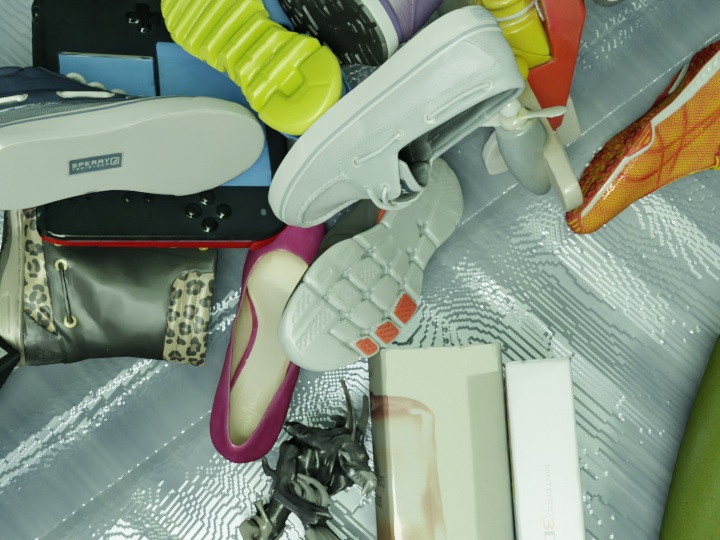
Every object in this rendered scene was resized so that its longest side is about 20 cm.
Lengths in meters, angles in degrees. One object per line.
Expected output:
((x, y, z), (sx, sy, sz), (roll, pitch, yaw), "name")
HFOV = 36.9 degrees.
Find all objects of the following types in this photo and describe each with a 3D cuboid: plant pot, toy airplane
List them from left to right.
((0.099, -0.141, 0.752), (0.139, 0.200, 0.203), (-10, 95, -10), "toy airplane")
((0.290, 0.165, 0.748), (0.185, 0.187, 0.202), (29, 95, -1), "plant pot")

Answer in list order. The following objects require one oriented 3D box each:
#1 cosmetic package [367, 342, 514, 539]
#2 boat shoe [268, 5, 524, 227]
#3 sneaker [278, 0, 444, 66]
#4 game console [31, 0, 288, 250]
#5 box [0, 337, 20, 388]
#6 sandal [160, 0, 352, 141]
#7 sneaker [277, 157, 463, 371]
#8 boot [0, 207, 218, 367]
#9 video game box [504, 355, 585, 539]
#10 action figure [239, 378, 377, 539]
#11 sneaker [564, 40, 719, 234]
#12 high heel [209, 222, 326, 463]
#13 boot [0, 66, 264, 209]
((0.054, 0.156, 0.749), (0.086, 0.103, 0.204), (-2, 81, -4), "cosmetic package")
((0.022, -0.078, 0.684), (0.199, 0.072, 0.069), (-37, 71, 24), "boat shoe")
((0.001, -0.194, 0.760), (0.087, 0.200, 0.076), (-39, 119, -12), "sneaker")
((-0.140, -0.108, 0.761), (0.174, 0.031, 0.203), (2, 63, -23), "game console")
((-0.346, 0.055, 0.707), (0.199, 0.079, 0.142), (38, 114, 1), "box")
((-0.070, -0.154, 0.759), (0.079, 0.087, 0.201), (-41, 63, 8), "sandal")
((0.000, 0.000, 0.758), (0.077, 0.081, 0.200), (53, 52, -15), "sneaker")
((-0.175, -0.026, 0.768), (0.148, 0.073, 0.203), (6, 75, -9), "boot")
((0.124, 0.164, 0.713), (0.046, 0.182, 0.204), (-4, 81, 6), "video game box")
((-0.037, 0.180, 0.732), (0.102, 0.119, 0.201), (33, 86, 30), "action figure")
((0.238, -0.091, 0.822), (0.200, 0.073, 0.077), (-42, 97, -7), "sneaker")
((-0.063, 0.034, 0.757), (0.066, 0.096, 0.203), (19, 80, -2), "high heel")
((-0.165, -0.099, 0.699), (0.198, 0.073, 0.091), (-8, 47, -32), "boot")
